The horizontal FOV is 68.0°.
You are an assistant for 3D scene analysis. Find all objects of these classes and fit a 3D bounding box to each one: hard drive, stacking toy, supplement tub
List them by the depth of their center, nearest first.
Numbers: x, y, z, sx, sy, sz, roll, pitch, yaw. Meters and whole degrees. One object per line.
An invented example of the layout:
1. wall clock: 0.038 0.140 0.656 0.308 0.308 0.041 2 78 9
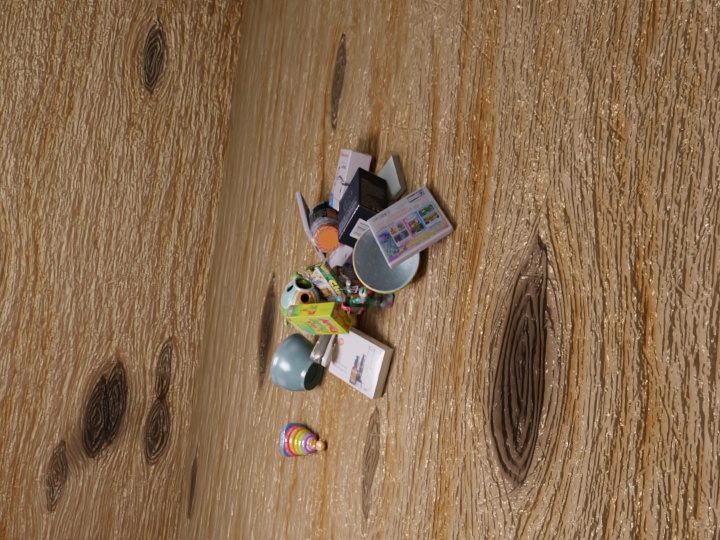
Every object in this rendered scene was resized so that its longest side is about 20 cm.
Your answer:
1. hard drive: 0.072 -0.251 1.717 0.201 0.025 0.136 -49 43 44
2. supplement tub: -0.121 -0.153 1.887 0.202 0.119 0.126 -102 33 -61
3. stacking toy: -0.193 0.617 1.907 0.196 0.107 0.121 -7 73 47

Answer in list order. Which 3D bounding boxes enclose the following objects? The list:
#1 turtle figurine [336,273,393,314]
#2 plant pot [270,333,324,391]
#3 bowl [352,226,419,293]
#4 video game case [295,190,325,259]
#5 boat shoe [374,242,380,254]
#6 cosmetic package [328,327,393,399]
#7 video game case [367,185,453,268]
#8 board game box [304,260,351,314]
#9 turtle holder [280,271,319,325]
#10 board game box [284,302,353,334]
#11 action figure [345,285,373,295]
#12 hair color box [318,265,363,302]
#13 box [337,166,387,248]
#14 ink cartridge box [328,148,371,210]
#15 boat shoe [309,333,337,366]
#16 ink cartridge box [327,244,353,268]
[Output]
1. turtle figurine: -0.004 0.078 1.597 0.149 0.194 0.104 34 110 56
2. plant pot: -0.213 0.350 1.926 0.131 0.198 0.208 22 103 30
3. bowl: 0.080 -0.025 1.546 0.108 0.192 0.208 52 -145 -71
4. video game case: -0.190 -0.172 2.036 0.184 0.021 0.204 65 -174 -52
5. boat shoe: 0.062 -0.056 1.638 0.062 0.072 0.208 -137 51 -60
6. cosmetic package: -0.002 0.276 1.632 0.196 0.051 0.156 23 101 39
7. video game case: 0.132 -0.122 1.462 0.196 0.024 0.185 -30 51 4
8. board game box: -0.092 0.063 1.732 0.103 0.202 0.024 -17 27 41
9. turtle holder: -0.193 0.090 1.786 0.187 0.136 0.136 -64 -12 -60
10. board game box: -0.128 0.148 1.625 0.195 0.102 0.049 -6 50 40
11. action figure: 0.000 0.000 1.715 0.065 0.096 0.208 -29 61 53
12. hair color box: -0.082 0.058 1.823 0.200 0.108 0.066 -42 49 48
13. box: 0.006 -0.185 1.638 0.150 0.104 0.204 -55 24 38
14. ink cartridge box: -0.037 -0.309 1.839 0.146 0.081 0.208 -141 62 -69
15. boat shoe: -0.100 0.201 1.692 0.073 0.058 0.206 90 -161 -57
16. ink cartridge box: -0.063 -0.044 1.870 0.201 0.041 0.122 -51 32 38
